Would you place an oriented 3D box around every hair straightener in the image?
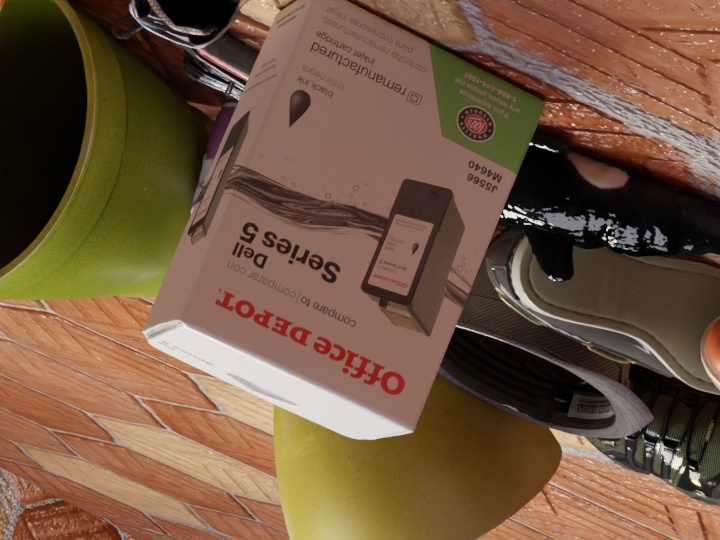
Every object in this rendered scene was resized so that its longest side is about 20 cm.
[{"bbox_3d":[-0.056,-0.100,1.646,0.199,0.041,0.077,24,167,-8],"label":"hair straightener"}]

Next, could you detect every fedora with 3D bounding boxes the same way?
[{"bbox_3d":[0.114,0.032,1.787,0.176,0.091,0.200,14,163,33],"label":"fedora"}]

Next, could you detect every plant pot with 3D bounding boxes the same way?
[{"bbox_3d":[0.019,0.105,1.920,0.200,0.200,0.142,-3,116,61],"label":"plant pot"},{"bbox_3d":[-0.181,-0.065,1.722,0.200,0.201,0.193,12,176,36],"label":"plant pot"}]

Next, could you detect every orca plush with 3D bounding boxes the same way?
[{"bbox_3d":[0.131,-0.019,1.597,0.199,0.071,0.105,21,167,4],"label":"orca plush"}]

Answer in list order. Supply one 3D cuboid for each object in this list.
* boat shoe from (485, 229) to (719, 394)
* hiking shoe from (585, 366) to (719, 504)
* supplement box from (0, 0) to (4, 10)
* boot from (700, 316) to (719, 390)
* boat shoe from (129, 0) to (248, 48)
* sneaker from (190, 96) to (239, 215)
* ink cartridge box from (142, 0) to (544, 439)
[{"bbox_3d":[0.169,0.022,1.695,0.201,0.072,0.061,23,173,-23],"label":"boat shoe"},{"bbox_3d":[0.211,0.113,1.985,0.100,0.076,0.200,26,168,-32],"label":"hiking shoe"},{"bbox_3d":[-0.238,-0.214,1.420,0.126,0.074,0.200,20,166,6],"label":"supplement box"},{"bbox_3d":[0.285,0.041,1.608,0.199,0.075,0.107,7,159,24],"label":"boot"},{"bbox_3d":[-0.087,-0.155,1.411,0.072,0.073,0.200,24,167,-8],"label":"boat shoe"},{"bbox_3d":[-0.039,-0.025,1.760,0.072,0.115,0.200,8,162,42],"label":"sneaker"},{"bbox_3d":[-0.009,-0.027,1.511,0.145,0.201,0.084,25,167,-15],"label":"ink cartridge box"}]
